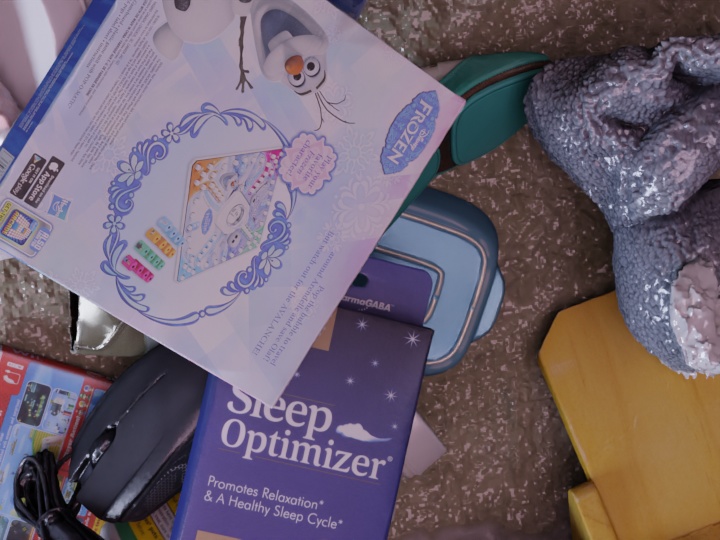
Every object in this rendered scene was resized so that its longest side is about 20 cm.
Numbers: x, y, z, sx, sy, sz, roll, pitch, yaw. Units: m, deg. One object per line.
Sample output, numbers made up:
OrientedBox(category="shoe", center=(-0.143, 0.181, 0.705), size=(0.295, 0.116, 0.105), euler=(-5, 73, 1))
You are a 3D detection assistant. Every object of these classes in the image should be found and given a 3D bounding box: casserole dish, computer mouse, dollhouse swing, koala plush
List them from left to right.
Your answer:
OrientedBox(category="computer mouse", center=(-0.123, 0.096, 1.162), size=(0.200, 0.139, 0.053), euler=(-40, 132, -1))
OrientedBox(category="casserole dish", center=(0.000, 0.000, 1.233), size=(0.199, 0.039, 0.122), euler=(17, 99, -13))
OrientedBox(category="koala plush", center=(0.195, -0.033, 1.178), size=(0.182, 0.177, 0.201), euler=(-5, 90, -1))
OrientedBox(category="dollhouse swing", center=(0.222, 0.120, 1.297), size=(0.199, 0.176, 0.182), euler=(-21, 146, -5))

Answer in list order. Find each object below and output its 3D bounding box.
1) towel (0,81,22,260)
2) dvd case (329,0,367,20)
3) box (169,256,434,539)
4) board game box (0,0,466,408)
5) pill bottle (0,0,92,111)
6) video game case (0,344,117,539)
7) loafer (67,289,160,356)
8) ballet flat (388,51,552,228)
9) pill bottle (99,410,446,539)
OrientedBox(category="towel", center=(-0.245, -0.088, 1.100), size=(0.032, 0.191, 0.200), euler=(-44, 106, -27))
OrientedBox(category="dvd case", center=(-0.031, -0.236, 1.121), size=(0.142, 0.018, 0.201), euler=(36, 52, -13))
OrientedBox(category="box", center=(-0.031, 0.085, 1.124), size=(0.120, 0.032, 0.201), euler=(13, 84, -12))
OrientedBox(category="board game box", center=(-0.075, -0.060, 1.038), size=(0.199, 0.043, 0.201), euler=(33, 90, -27))
OrientedBox(category="pill bottle", center=(-0.109, -0.142, 1.105), size=(0.199, 0.112, 0.113), euler=(-16, 106, -37))
OrientedBox(category="video game case", center=(-0.156, 0.142, 1.247), size=(0.199, 0.017, 0.144), euler=(18, 99, -13))
OrientedBox(category="loafer", center=(-0.170, -0.035, 1.177), size=(0.069, 0.075, 0.201), euler=(-18, 104, -10))
OrientedBox(category="ballet flat", center=(0.035, -0.087, 1.197), size=(0.070, 0.068, 0.200), euler=(39, 61, 24))
OrientedBox(category="pill bottle", center=(-0.050, 0.139, 1.197), size=(0.200, 0.113, 0.113), euler=(-39, 105, -1))
